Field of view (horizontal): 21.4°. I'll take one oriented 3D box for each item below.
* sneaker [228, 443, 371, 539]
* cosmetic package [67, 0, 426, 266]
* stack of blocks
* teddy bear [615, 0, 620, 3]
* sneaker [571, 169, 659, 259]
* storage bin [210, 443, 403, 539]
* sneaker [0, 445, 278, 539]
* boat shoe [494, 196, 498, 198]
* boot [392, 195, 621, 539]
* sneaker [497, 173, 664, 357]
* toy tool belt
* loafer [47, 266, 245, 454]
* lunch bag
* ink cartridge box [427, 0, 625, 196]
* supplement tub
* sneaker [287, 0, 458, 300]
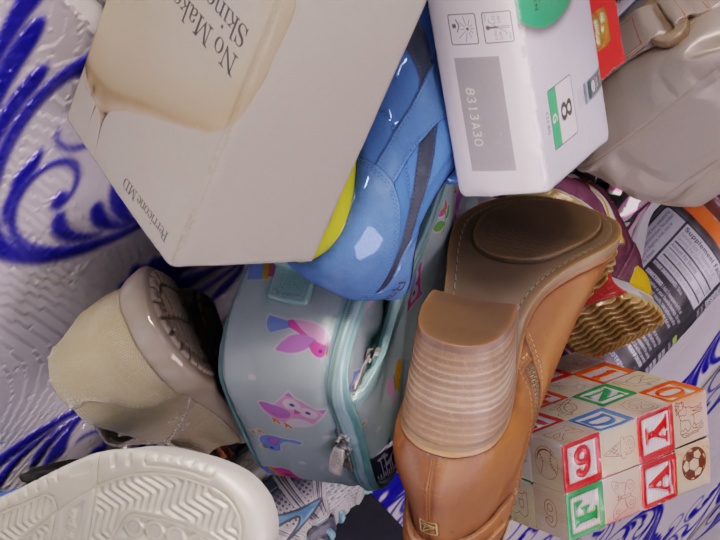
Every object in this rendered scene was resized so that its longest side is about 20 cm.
[{"bbox_3d":[-0.043,0.129,0.999,0.199,0.087,0.078,-23,180,-9],"label":"sneaker"},{"bbox_3d":[-0.034,-0.111,0.723,0.073,0.104,0.201,-3,129,-39],"label":"cosmetic package"},{"bbox_3d":[0.100,0.094,1.156,0.115,0.199,0.059,-17,109,-33],"label":"stack of blocks"},{"bbox_3d":[0.176,-0.220,1.018,0.200,0.067,0.145,-49,160,-4],"label":"teddy bear"},{"bbox_3d":[0.159,-0.058,1.244,0.201,0.080,0.086,-53,147,-15],"label":"sneaker"},{"bbox_3d":[-0.063,0.176,1.079,0.200,0.134,0.146,-38,155,-30],"label":"storage bin"},{"bbox_3d":[-0.111,0.120,0.888,0.199,0.077,0.111,-17,177,24],"label":"sneaker"},{"bbox_3d":[0.086,-0.083,1.056,0.071,0.064,0.200,-47,158,-9],"label":"boat shoe"},{"bbox_3d":[0.064,0.059,0.926,0.200,0.073,0.156,-41,142,-52],"label":"boot"},{"bbox_3d":[0.111,-0.021,1.091,0.075,0.091,0.200,-27,150,10],"label":"sneaker"},{"bbox_3d":[0.198,-0.139,1.085,0.124,0.124,0.200,24,131,-29],"label":"toy tool belt"},{"bbox_3d":[-0.099,0.048,0.903,0.068,0.076,0.200,-22,162,2],"label":"loafer"},{"bbox_3d":[0.000,0.000,0.914,0.161,0.076,0.201,80,25,-61],"label":"lunch bag"},{"bbox_3d":[0.090,-0.141,0.852,0.200,0.050,0.162,-37,121,-52],"label":"ink cartridge box"},{"bbox_3d":[0.199,-0.004,1.338,0.200,0.107,0.107,-46,157,-13],"label":"supplement tub"},{"bbox_3d":[0.014,-0.085,0.826,0.078,0.066,0.202,23,74,-38],"label":"sneaker"}]
